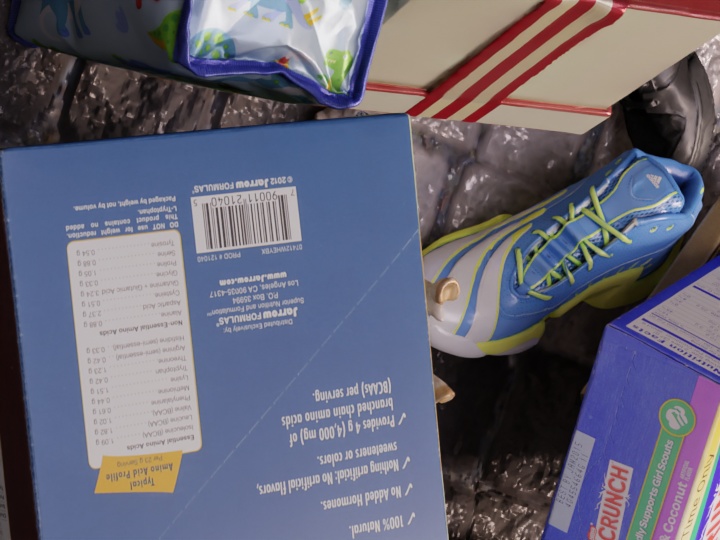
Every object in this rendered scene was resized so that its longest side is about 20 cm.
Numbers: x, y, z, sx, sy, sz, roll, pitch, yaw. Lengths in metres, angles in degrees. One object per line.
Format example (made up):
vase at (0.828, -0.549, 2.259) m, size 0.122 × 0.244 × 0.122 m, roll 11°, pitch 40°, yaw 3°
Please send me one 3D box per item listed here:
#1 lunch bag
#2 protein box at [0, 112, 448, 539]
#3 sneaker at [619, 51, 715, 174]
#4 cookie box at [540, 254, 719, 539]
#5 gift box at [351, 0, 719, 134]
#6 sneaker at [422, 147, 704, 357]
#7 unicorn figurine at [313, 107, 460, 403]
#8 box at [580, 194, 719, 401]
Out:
lunch bag at (-0.065, -0.185, 1.056) m, size 0.127 × 0.170 × 0.201 m, roll 12°, pitch 92°, yaw -37°
protein box at (-0.085, 0.043, 1.000) m, size 0.198 × 0.135 × 0.201 m, roll -8°, pitch 94°, yaw -34°
sneaker at (0.136, -0.142, 1.288) m, size 0.104 × 0.060 × 0.201 m, roll -9°, pitch 98°, yaw -37°
cookie box at (0.178, 0.090, 1.244) m, size 0.200 × 0.075 × 0.172 m, roll -26°, pitch 136°, yaw -55°
gift box at (0.069, -0.181, 1.132) m, size 0.184 × 0.187 × 0.201 m, roll 10°, pitch 71°, yaw -21°
sneaker at (0.109, -0.021, 1.254) m, size 0.200 × 0.076 × 0.105 m, roll -19°, pitch 152°, yaw -43°
unicorn figurine at (0.000, 0.000, 1.180) m, size 0.074 × 0.137 × 0.201 m, roll 8°, pitch 111°, yaw -35°
box at (0.197, 0.034, 1.343) m, size 0.200 × 0.021 × 0.164 m, roll -53°, pitch 152°, yaw -18°
